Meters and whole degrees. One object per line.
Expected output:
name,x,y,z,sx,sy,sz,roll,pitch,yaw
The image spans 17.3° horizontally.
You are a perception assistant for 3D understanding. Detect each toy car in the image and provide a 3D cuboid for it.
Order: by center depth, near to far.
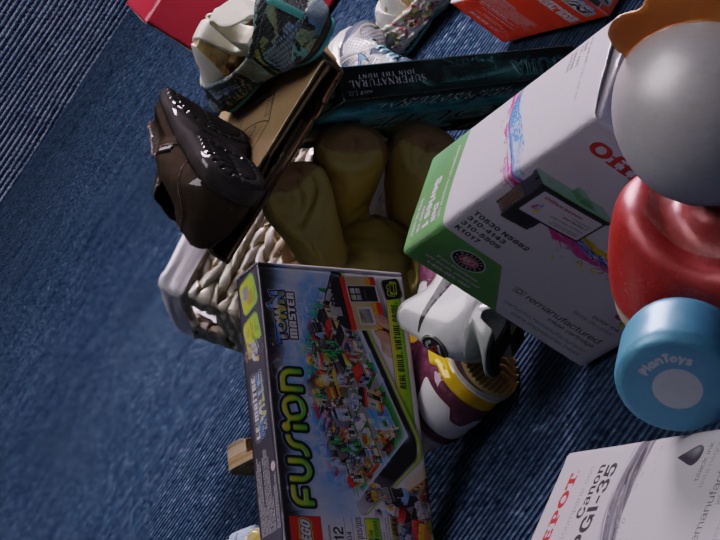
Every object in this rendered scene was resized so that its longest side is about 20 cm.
toy car,0.191,-0.058,1.123,0.177,0.200,0.184,-5,35,21

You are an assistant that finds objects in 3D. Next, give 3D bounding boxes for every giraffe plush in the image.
giraffe plush,0.000,0.000,1.770,0.162,0.172,0.200,143,121,-72

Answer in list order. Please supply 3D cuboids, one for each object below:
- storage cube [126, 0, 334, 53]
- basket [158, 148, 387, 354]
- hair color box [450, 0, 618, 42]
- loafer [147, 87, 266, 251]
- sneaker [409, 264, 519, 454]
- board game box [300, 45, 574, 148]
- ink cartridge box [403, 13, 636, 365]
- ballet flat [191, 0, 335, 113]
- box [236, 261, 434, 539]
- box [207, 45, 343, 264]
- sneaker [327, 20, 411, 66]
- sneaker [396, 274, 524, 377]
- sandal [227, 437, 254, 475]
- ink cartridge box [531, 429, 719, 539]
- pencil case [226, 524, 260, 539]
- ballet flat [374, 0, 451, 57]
storage cube,-0.133,-0.315,2.600,0.180,0.171,0.200,-58,18,4
basket,-0.060,-0.029,1.911,0.200,0.123,0.136,-63,-11,-14
hair color box,0.157,-0.250,1.867,0.111,0.064,0.200,-60,16,-10
loafer,-0.121,-0.071,1.651,0.071,0.073,0.200,-56,18,11
sneaker,0.054,0.042,1.620,0.090,0.075,0.200,-43,21,25
board game box,0.046,-0.128,1.769,0.135,0.200,0.028,-30,71,62
ink cartridge box,0.144,-0.043,1.397,0.200,0.145,0.084,-36,28,50
ballet flat,-0.084,-0.167,1.707,0.200,0.074,0.074,-26,36,62
box,-0.016,0.097,1.524,0.035,0.110,0.200,-38,54,55
box,-0.075,-0.105,1.738,0.164,0.021,0.200,-58,18,11
sneaker,0.022,-0.162,2.098,0.086,0.078,0.200,-35,33,26
sneaker,0.092,-0.025,1.546,0.200,0.088,0.074,-52,-31,-33
sandal,-0.045,0.148,1.763,0.212,0.078,0.070,143,123,-65
ink cartridge box,0.151,0.160,1.130,0.200,0.083,0.147,-20,41,63
pencil case,-0.074,0.265,1.558,0.083,0.091,0.200,-42,22,42
ballet flat,0.057,-0.264,2.165,0.200,0.064,0.076,-45,22,37
